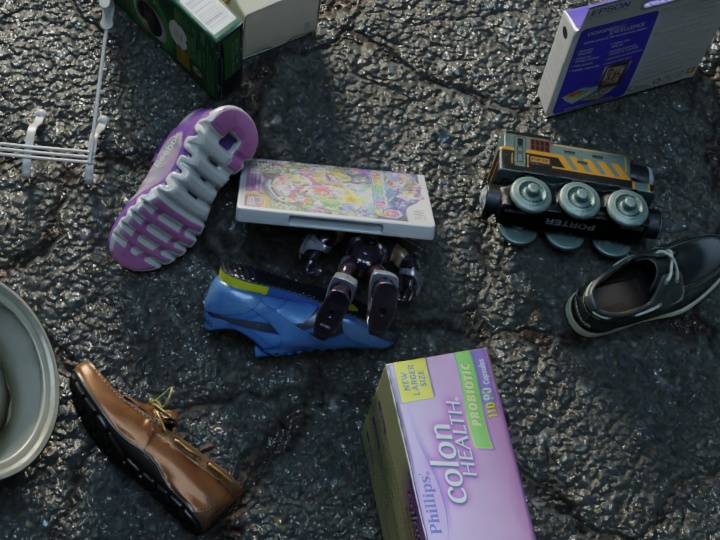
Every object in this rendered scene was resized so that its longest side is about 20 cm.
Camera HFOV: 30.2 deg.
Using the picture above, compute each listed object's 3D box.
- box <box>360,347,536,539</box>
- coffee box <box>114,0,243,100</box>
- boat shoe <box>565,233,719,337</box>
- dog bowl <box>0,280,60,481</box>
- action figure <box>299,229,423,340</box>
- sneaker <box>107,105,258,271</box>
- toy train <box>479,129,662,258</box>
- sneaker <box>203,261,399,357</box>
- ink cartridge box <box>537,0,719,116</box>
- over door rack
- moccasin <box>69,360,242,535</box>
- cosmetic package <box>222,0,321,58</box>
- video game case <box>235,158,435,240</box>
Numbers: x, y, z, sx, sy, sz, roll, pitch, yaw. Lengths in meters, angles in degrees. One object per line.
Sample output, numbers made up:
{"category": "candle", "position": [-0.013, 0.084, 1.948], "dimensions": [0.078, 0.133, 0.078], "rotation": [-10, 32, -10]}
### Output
{"category": "box", "position": [0.073, 0.193, 1.219], "dimensions": [0.095, 0.200, 0.178], "rotation": [-8, 67, -10]}
{"category": "coffee box", "position": [-0.206, -0.288, 1.437], "dimensions": [0.044, 0.123, 0.200], "rotation": [-41, 75, -20]}
{"category": "boat shoe", "position": [0.312, 0.010, 1.403], "dimensions": [0.198, 0.068, 0.072], "rotation": [-22, 69, -17]}
{"category": "dog bowl", "position": [-0.375, 0.103, 1.222], "dimensions": [0.199, 0.073, 0.203], "rotation": [29, 51, -42]}
{"category": "action figure", "position": [0.000, 0.000, 1.328], "dimensions": [0.128, 0.070, 0.200], "rotation": [11, 24, 0]}
{"category": "sneaker", "position": [-0.192, -0.090, 1.382], "dimensions": [0.201, 0.080, 0.088], "rotation": [-52, 39, -6]}
{"category": "toy train", "position": [0.225, -0.085, 1.427], "dimensions": [0.197, 0.086, 0.115], "rotation": [8, 56, -4]}
{"category": "sneaker", "position": [-0.061, 0.056, 1.347], "dimensions": [0.198, 0.066, 0.079], "rotation": [16, 102, -11]}
{"category": "ink cartridge box", "position": [0.302, -0.259, 1.444], "dimensions": [0.196, 0.201, 0.044], "rotation": [-16, 67, -14]}
{"category": "over door rack", "position": [-0.336, -0.195, 1.400], "dimensions": [0.146, 0.067, 0.203], "rotation": [5, 87, -5]}
{"category": "moccasin", "position": [-0.197, 0.158, 1.271], "dimensions": [0.201, 0.074, 0.078], "rotation": [39, 58, 13]}
{"category": "cosmetic package", "position": [-0.132, -0.353, 1.492], "dimensions": [0.102, 0.087, 0.201], "rotation": [-25, 72, -18]}
{"category": "video game case", "position": [-0.027, -0.076, 1.376], "dimensions": [0.197, 0.018, 0.144], "rotation": [6, 24, -5]}
